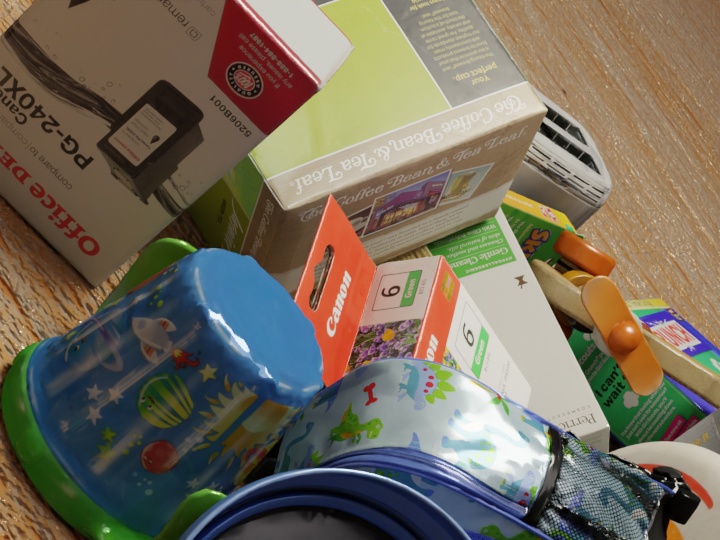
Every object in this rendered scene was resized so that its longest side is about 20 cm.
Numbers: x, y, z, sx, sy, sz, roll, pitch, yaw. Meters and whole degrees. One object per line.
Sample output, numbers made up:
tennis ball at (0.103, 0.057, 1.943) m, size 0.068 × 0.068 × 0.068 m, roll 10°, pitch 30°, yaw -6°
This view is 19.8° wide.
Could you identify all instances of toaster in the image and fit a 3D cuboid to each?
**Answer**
toaster at (0.111, -0.074, 1.657) m, size 0.200 × 0.129 × 0.114 m, roll 31°, pitch 30°, yaw -38°

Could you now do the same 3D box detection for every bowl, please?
bowl at (-0.018, 0.195, 0.977) m, size 0.200 × 0.039 × 0.201 m, roll 6°, pitch 77°, yaw -26°

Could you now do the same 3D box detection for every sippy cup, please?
sippy cup at (-0.093, 0.061, 1.068) m, size 0.178 × 0.130 × 0.140 m, roll 57°, pitch 24°, yaw 16°

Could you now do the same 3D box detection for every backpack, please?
backpack at (0.048, 0.151, 1.127) m, size 0.200 × 0.183 × 0.147 m, roll 34°, pitch 47°, yaw -16°

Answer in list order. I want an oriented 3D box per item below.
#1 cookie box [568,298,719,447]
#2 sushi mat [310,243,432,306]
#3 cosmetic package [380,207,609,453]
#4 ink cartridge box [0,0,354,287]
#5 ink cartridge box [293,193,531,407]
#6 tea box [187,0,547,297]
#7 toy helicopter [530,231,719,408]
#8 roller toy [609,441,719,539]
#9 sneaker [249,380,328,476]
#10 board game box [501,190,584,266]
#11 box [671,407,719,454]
cookie box at (0.266, 0.113, 1.671) m, size 0.200 × 0.075 × 0.171 m, roll 43°, pitch 20°, yaw 20°
sushi mat at (0.000, 0.000, 1.383) m, size 0.012 × 0.096 × 0.200 m, roll 83°, pitch -20°, yaw -54°
cosmetic package at (0.082, 0.064, 1.389) m, size 0.085 × 0.107 × 0.200 m, roll 84°, pitch -16°, yaw -53°
ink cartridge box at (-0.128, -0.108, 1.181) m, size 0.145 × 0.200 × 0.083 m, roll 46°, pitch 27°, yaw -10°
ink cartridge box at (0.032, 0.055, 1.222) m, size 0.200 × 0.050 × 0.109 m, roll 55°, pitch 39°, yaw -39°
tea box at (-0.023, -0.111, 1.347) m, size 0.200 × 0.134 × 0.197 m, roll -21°, pitch 66°, yaw -24°
toy helicopter at (0.210, 0.052, 1.536) m, size 0.200 × 0.079 × 0.132 m, roll 33°, pitch 3°, yaw 0°
roller toy at (0.189, 0.205, 1.269) m, size 0.140 × 0.200 × 0.183 m, roll 44°, pitch 59°, yaw -40°
sneaker at (-0.045, 0.077, 1.234) m, size 0.079 × 0.075 × 0.200 m, roll 44°, pitch 12°, yaw 29°
board game box at (0.085, -0.024, 1.574) m, size 0.200 × 0.096 × 0.030 m, roll 21°, pitch 35°, yaw -49°
box at (0.291, 0.193, 1.536) m, size 0.200 × 0.158 × 0.048 m, roll 35°, pitch 27°, yaw -31°
